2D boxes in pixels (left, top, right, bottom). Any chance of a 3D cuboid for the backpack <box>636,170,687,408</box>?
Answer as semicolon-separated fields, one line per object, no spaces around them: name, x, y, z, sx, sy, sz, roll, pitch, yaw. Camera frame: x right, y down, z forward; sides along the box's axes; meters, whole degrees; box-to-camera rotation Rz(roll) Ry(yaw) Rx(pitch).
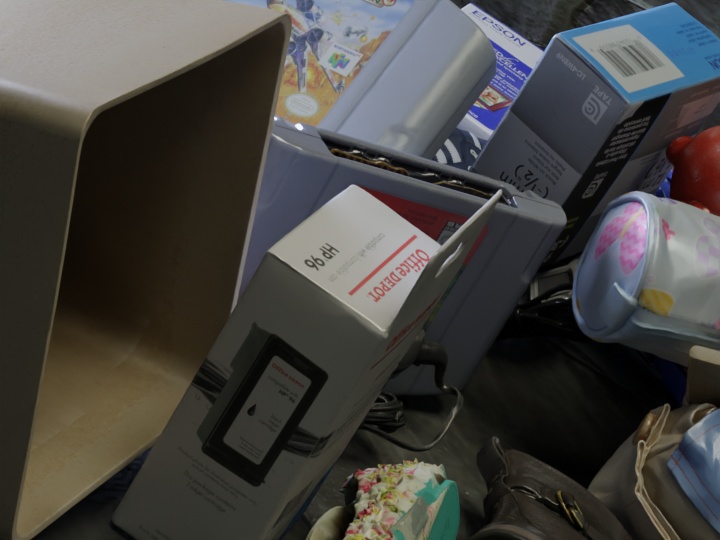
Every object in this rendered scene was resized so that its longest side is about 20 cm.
backpack;0.255;0.029;1.582;0.167;0.163;0.200;-18;60;-33

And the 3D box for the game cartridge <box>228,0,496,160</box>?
game cartridge;-0.033;-0.123;1.425;0.199;0.133;0.042;26;-21;23

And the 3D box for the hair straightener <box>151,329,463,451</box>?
hair straightener;-0.027;0.062;1.324;0.199;0.041;0.077;9;73;-38

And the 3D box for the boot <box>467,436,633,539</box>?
boot;0.125;0.168;1.277;0.200;0.069;0.174;47;14;1

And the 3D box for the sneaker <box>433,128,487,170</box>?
sneaker;0.045;-0.044;1.567;0.108;0.070;0.200;31;22;3

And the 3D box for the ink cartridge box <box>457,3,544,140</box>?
ink cartridge box;0.113;-0.098;1.778;0.197;0.047;0.200;35;23;10

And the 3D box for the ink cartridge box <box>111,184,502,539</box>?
ink cartridge box;-0.023;0.038;1.181;0.068;0.201;0.116;35;25;6

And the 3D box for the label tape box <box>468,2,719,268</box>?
label tape box;0.118;-0.051;1.495;0.066;0.201;0.143;42;32;19

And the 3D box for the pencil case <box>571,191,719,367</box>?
pencil case;0.213;0.026;1.410;0.199;0.083;0.091;21;53;-21

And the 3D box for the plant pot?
plant pot;-0.165;-0.029;1.157;0.176;0.201;0.200;21;24;18

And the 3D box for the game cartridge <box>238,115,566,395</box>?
game cartridge;0.000;0.000;1.356;0.199;0.133;0.041;14;31;-34

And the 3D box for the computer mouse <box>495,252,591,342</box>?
computer mouse;0.107;0.020;1.521;0.200;0.109;0.044;-30;106;-68

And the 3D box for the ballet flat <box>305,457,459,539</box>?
ballet flat;-0.002;0.145;1.190;0.063;0.076;0.200;3;17;12

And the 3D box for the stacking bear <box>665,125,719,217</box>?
stacking bear;0.272;-0.041;1.472;0.199;0.114;0.122;1;52;-10

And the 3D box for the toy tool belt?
toy tool belt;0.226;0.136;1.368;0.200;0.123;0.125;38;36;4
